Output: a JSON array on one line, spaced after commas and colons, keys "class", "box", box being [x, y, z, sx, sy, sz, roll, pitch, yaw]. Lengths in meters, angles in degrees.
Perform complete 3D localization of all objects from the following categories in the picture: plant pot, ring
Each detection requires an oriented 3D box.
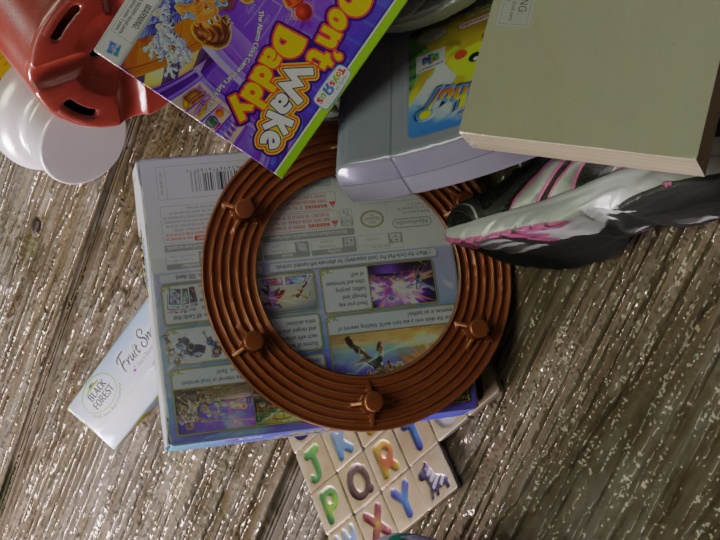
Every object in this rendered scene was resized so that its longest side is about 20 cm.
[{"class": "plant pot", "box": [-0.219, -0.227, 1.190, 0.195, 0.200, 0.201, 53, 124, 35]}, {"class": "ring", "box": [0.000, 0.000, 0.959, 0.019, 0.200, 0.201, 132, 132, -74]}]

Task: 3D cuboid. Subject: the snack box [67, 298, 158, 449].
[{"class": "snack box", "box": [-0.118, 0.023, 1.113, 0.053, 0.142, 0.200, 41, 124, 1]}]

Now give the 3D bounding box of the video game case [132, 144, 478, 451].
[{"class": "video game case", "box": [-0.037, 0.014, 0.982, 0.045, 0.199, 0.182, 128, 135, -73]}]

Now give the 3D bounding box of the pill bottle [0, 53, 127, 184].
[{"class": "pill bottle", "box": [-0.284, -0.155, 1.324, 0.200, 0.111, 0.112, 39, 116, 41]}]

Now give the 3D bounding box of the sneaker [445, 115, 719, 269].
[{"class": "sneaker", "box": [0.139, -0.060, 0.902, 0.199, 0.080, 0.087, -16, 65, 38]}]

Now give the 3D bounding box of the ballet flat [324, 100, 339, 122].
[{"class": "ballet flat", "box": [0.002, -0.133, 1.044, 0.200, 0.068, 0.068, 5, 94, 48]}]

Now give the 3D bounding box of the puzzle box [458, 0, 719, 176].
[{"class": "puzzle box", "box": [0.140, -0.153, 0.819, 0.133, 0.025, 0.201, 10, 76, 27]}]

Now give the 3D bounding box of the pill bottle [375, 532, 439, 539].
[{"class": "pill bottle", "box": [0.082, 0.228, 0.908, 0.200, 0.113, 0.114, 5, 92, 48]}]

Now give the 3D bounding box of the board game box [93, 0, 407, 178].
[{"class": "board game box", "box": [-0.043, -0.174, 0.888, 0.200, 0.134, 0.045, -54, 10, 16]}]

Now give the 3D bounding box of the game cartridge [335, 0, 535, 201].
[{"class": "game cartridge", "box": [0.077, -0.112, 0.896, 0.199, 0.041, 0.134, -20, 43, 19]}]

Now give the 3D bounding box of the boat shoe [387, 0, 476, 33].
[{"class": "boat shoe", "box": [0.085, -0.207, 0.922, 0.200, 0.062, 0.072, -34, 72, 17]}]

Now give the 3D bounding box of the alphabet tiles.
[{"class": "alphabet tiles", "box": [0.016, 0.093, 1.063, 0.200, 0.008, 0.168, -45, 57, 37]}]
